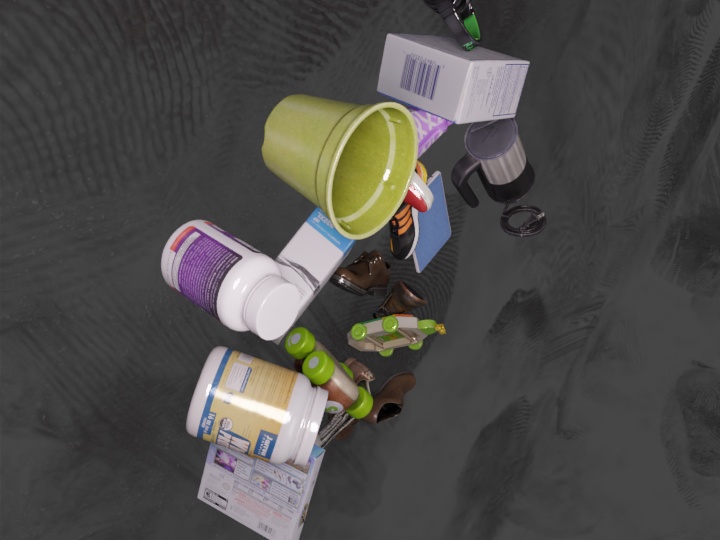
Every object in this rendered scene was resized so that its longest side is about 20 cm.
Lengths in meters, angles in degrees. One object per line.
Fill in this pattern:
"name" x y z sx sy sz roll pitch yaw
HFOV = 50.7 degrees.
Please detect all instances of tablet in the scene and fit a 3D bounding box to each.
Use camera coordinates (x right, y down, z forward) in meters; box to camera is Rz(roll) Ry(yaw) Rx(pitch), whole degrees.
"tablet" 0.143 -0.100 1.610 0.130 0.014 0.202 -48 145 -23

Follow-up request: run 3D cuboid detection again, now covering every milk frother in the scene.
"milk frother" 0.314 -0.196 1.617 0.182 0.199 0.188 -54 146 -6

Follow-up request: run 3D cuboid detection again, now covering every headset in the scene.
"headset" 0.154 -0.463 1.238 0.203 0.093 0.123 63 28 -2

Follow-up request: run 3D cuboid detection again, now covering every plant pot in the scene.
"plant pot" -0.043 -0.175 1.138 0.199 0.182 0.204 -32 136 -38

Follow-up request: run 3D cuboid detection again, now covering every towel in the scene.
"towel" -0.101 0.348 1.491 0.192 0.035 0.200 -39 174 -31

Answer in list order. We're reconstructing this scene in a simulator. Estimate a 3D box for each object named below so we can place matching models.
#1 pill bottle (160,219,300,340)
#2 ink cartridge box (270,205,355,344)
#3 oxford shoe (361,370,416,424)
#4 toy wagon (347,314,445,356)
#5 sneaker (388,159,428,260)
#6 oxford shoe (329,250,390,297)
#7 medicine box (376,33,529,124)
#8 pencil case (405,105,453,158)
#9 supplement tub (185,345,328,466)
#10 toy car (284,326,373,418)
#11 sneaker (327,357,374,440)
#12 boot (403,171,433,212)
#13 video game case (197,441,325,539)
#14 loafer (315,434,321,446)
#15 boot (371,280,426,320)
"pill bottle" -0.180 0.015 1.064 0.111 0.198 0.113 -32 137 -37
"ink cartridge box" -0.099 0.008 1.226 0.201 0.083 0.145 -53 180 -17
"oxford shoe" 0.073 0.296 1.728 0.199 0.083 0.074 -31 134 -42
"toy wagon" 0.076 0.126 1.529 0.155 0.196 0.040 37 42 -59
"sneaker" 0.067 -0.113 1.457 0.089 0.070 0.204 -9 121 -33
"oxford shoe" 0.000 0.000 1.421 0.199 0.072 0.086 0 111 -67
"medicine box" 0.161 -0.335 1.315 0.198 0.180 0.105 -16 127 -48
"pencil case" 0.076 -0.224 1.364 0.201 0.085 0.085 -50 132 -22
"supplement tub" -0.161 0.217 1.201 0.145 0.196 0.148 -161 -90 -88
"toy car" -0.108 0.240 1.389 0.200 0.158 0.164 -45 130 -1
"sneaker" -0.017 0.285 1.599 0.070 0.075 0.204 -23 130 -44
"boot" 0.011 -0.127 1.248 0.145 0.199 0.073 -50 170 -16
"video game case" -0.174 0.351 1.310 0.045 0.197 0.185 -24 134 -65
"loafer" -0.162 0.322 1.364 0.071 0.197 0.070 61 19 -11
"boot" 0.076 0.078 1.530 0.098 0.074 0.200 -52 180 -2
